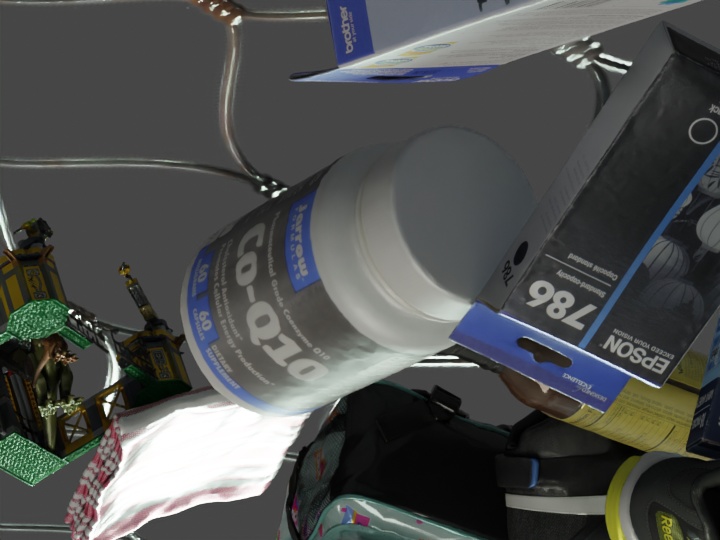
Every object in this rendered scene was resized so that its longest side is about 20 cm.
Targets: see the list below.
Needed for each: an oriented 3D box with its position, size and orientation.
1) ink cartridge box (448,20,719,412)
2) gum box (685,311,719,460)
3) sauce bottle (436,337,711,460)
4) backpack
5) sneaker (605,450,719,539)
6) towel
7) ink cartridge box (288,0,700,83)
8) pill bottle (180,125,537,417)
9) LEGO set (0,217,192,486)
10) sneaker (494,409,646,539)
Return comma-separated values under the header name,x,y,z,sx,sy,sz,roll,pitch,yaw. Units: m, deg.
name,x,y,z,sx,sy,sz,roll,pitch,yaw
ink cartridge box,0.135,-0.014,1.411,0.099,0.039,0.200,24,116,-18
gum box,0.255,0.008,1.329,0.169,0.201,0.045,16,168,-2
sauce bottle,0.126,0.054,1.613,0.199,0.065,0.065,22,151,-21
backpack,0.034,0.171,1.797,0.175,0.154,0.200,16,159,-14
sneaker,0.205,0.145,1.321,0.200,0.075,0.085,26,167,-12
towel,-0.099,0.115,1.802,0.146,0.030,0.200,-17,161,-22
ink cartridge box,0.073,-0.123,1.299,0.200,0.042,0.119,-18,172,43
pill bottle,0.000,0.000,1.535,0.114,0.114,0.200,28,149,-23
LEGO set,-0.203,0.029,1.730,0.154,0.116,0.200,-37,144,21
sneaker,0.176,0.106,1.690,0.199,0.112,0.073,-14,-175,-11
